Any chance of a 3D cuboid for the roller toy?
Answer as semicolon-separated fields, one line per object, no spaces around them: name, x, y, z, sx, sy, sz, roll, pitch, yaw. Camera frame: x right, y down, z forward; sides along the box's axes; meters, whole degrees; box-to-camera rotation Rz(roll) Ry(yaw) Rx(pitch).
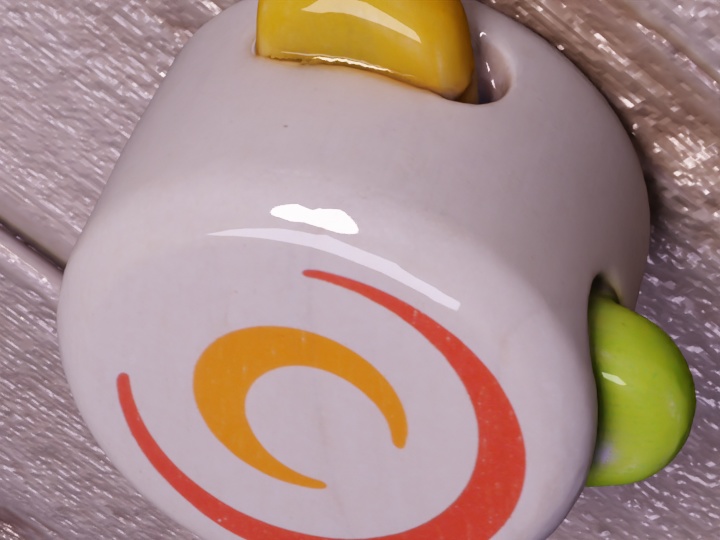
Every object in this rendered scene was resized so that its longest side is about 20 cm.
roller toy;0.000;0.000;0.831;0.182;0.140;0.200;-27;118;38
